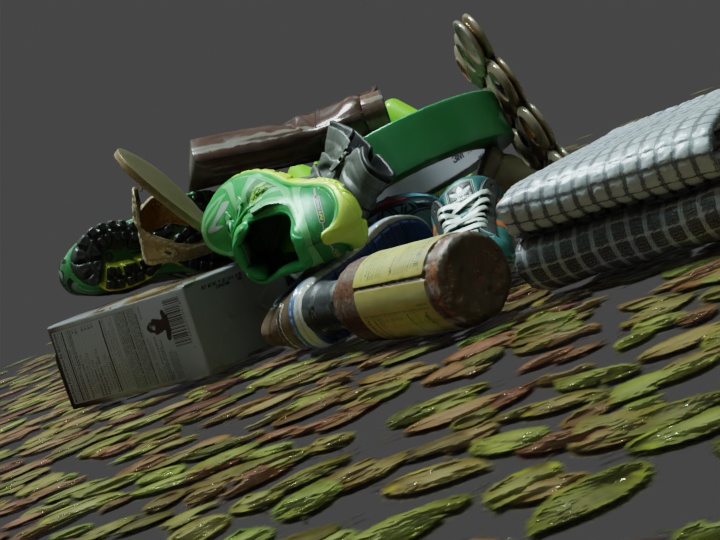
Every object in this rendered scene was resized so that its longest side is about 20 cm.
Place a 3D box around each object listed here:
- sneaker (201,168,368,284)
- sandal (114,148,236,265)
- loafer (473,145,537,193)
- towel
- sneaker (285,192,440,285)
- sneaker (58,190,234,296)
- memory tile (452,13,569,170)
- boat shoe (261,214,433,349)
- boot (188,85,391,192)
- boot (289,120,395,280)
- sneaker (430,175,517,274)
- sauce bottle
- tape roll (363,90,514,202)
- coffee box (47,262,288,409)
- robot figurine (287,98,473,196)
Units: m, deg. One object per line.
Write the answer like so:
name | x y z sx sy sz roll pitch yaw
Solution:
sneaker | -0.078 -0.035 1.262 0.083 0.074 0.200 -30 16 -31
sandal | -0.157 -0.027 1.393 0.070 0.078 0.211 -47 -39 9
loafer | 0.142 -0.066 1.540 0.076 0.067 0.200 -64 -9 0
towel | 0.206 -0.058 1.071 0.165 0.086 0.200 -19 6 36
sneaker | 0.000 0.000 1.455 0.199 0.080 0.096 -27 16 10
sneaker | -0.190 -0.024 1.483 0.199 0.079 0.085 -11 -4 -35
memory tile | 0.148 -0.147 1.526 0.017 0.201 0.153 -34 -6 -3
boat shoe | -0.009 0.007 1.282 0.072 0.073 0.200 -15 7 38
boot | -0.069 -0.119 1.527 0.199 0.065 0.186 -18 -5 1
boot | -0.040 -0.073 1.396 0.067 0.131 0.200 17 14 -37
sneaker | 0.084 -0.030 1.258 0.071 0.080 0.200 -20 5 8
sauce bottle | 0.024 0.015 1.105 0.066 0.066 0.200 -23 7 -31
tape roll | 0.047 -0.102 1.509 0.199 0.048 0.200 -26 -7 -4
coffee box | -0.163 0.053 1.381 0.199 0.080 0.114 -16 4 45
robot figurine | 0.025 -0.089 1.704 0.199 0.176 0.116 13 20 -28
